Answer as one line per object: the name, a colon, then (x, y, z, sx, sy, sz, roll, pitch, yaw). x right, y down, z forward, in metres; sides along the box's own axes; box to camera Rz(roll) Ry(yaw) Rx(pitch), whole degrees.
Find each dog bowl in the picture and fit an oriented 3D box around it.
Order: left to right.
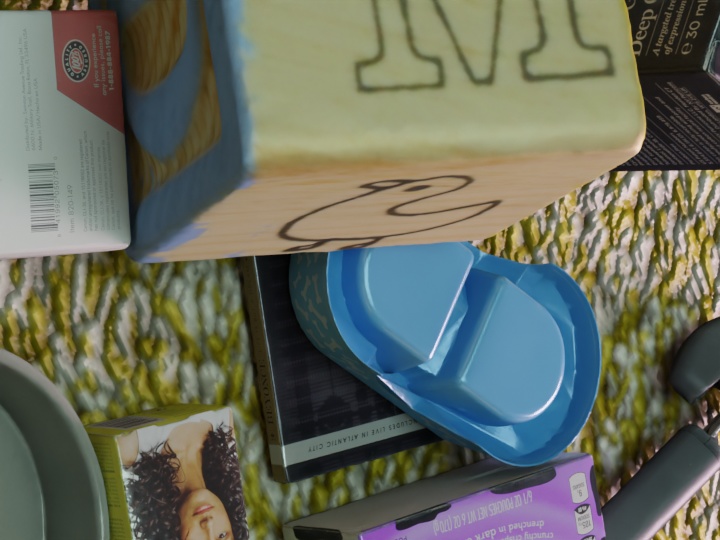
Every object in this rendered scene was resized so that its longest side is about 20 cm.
dog bowl: (0.042, 0.025, 1.487, 0.200, 0.050, 0.112, 37, 67, -33)

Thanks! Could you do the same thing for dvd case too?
dvd case: (0.000, 0.000, 1.495, 0.149, 0.016, 0.200, -13, 97, -39)

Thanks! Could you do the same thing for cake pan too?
cake pan: (-0.203, 0.131, 1.306, 0.200, 0.037, 0.200, -1, 92, -46)

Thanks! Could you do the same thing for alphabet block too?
alphabet block: (-0.006, -0.121, 1.337, 0.200, 0.195, 0.196, -4, 81, -22)

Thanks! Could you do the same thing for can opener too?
can opener: (0.172, 0.101, 1.618, 0.067, 0.053, 0.200, 45, 59, 8)

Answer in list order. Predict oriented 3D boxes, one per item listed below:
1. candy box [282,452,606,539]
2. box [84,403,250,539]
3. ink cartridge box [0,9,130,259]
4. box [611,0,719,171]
candy box: (0.059, 0.212, 1.503, 0.168, 0.072, 0.200, -15, 98, -37)
box: (-0.091, 0.171, 1.401, 0.075, 0.050, 0.200, -15, 99, -37)
ink cartridge box: (-0.208, -0.060, 1.300, 0.200, 0.067, 0.117, -4, 91, -40)
box: (0.151, -0.140, 1.488, 0.107, 0.200, 0.148, 36, 65, -40)
